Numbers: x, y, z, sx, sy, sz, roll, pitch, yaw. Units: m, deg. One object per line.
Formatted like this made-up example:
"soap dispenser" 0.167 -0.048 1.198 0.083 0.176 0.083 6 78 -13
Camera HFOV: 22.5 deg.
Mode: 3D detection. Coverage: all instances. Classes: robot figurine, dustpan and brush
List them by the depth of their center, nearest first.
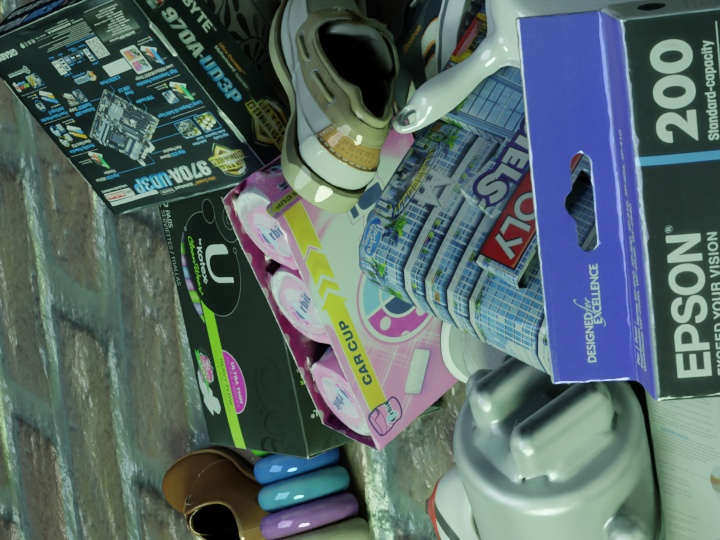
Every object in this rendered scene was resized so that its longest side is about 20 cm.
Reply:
"dustpan and brush" 0.097 -0.143 0.997 0.140 0.199 0.057 57 179 25
"robot figurine" 0.120 0.128 1.081 0.170 0.112 0.201 51 167 40

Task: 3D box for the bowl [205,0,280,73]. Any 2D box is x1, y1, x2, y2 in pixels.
"bowl" -0.115 -0.208 1.298 0.202 0.094 0.201 58 -175 -7

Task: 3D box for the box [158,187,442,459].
"box" -0.046 0.018 1.301 0.148 0.123 0.202 -2 102 57

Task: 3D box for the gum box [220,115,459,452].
"gum box" 0.000 0.000 1.175 0.066 0.113 0.201 19 140 49

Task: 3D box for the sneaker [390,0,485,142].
"sneaker" 0.057 -0.149 1.112 0.079 0.078 0.201 39 136 32

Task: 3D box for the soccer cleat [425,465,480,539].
"soccer cleat" 0.103 0.226 1.227 0.085 0.068 0.202 -34 71 60

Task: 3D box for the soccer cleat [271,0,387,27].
"soccer cleat" -0.036 -0.228 1.238 0.077 0.069 0.202 -27 70 24

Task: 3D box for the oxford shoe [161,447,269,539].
"oxford shoe" -0.129 0.199 1.558 0.199 0.071 0.072 4 109 57

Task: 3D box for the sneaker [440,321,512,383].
"sneaker" 0.107 0.002 1.123 0.115 0.075 0.202 31 139 40

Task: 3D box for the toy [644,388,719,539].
"toy" 0.215 0.090 1.013 0.115 0.047 0.202 15 119 49

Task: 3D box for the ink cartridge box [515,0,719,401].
"ink cartridge box" 0.182 -0.037 0.896 0.198 0.043 0.200 -5 105 11

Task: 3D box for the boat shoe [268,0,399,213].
"boat shoe" -0.009 -0.121 1.088 0.069 0.074 0.201 -51 29 32

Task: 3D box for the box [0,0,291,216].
"box" -0.151 -0.121 1.211 0.199 0.046 0.159 -10 125 51

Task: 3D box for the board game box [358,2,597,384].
"board game box" 0.119 -0.051 0.998 0.199 0.201 0.062 25 167 36

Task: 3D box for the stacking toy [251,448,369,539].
"stacking toy" -0.057 0.125 1.412 0.085 0.085 0.202 -24 80 57
